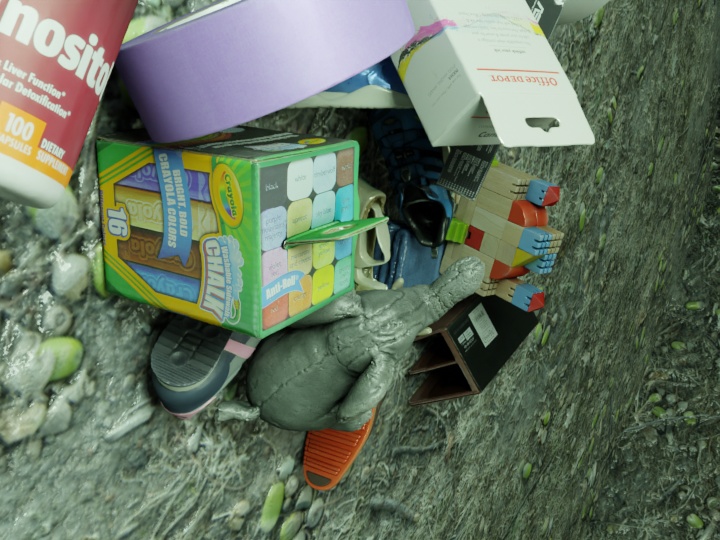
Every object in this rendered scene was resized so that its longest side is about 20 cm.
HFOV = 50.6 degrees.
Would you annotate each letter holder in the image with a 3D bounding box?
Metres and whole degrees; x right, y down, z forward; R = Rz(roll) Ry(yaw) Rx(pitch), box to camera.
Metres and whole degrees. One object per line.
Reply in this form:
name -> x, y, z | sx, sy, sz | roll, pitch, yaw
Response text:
letter holder -> 0.140, 0.095, 1.098 | 0.200, 0.142, 0.101 | -37, 100, -46

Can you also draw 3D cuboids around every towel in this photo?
towel -> 0.078, -0.005, 0.986 | 0.200, 0.048, 0.112 | -1, 102, -60

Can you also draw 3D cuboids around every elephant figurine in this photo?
elephant figurine -> -0.008, 0.061, 0.666 | 0.141, 0.200, 0.156 | 28, 52, -21

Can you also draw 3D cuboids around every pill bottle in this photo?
pill bottle -> -0.189, -0.145, 0.422 | 0.113, 0.113, 0.201 | 29, 77, -59

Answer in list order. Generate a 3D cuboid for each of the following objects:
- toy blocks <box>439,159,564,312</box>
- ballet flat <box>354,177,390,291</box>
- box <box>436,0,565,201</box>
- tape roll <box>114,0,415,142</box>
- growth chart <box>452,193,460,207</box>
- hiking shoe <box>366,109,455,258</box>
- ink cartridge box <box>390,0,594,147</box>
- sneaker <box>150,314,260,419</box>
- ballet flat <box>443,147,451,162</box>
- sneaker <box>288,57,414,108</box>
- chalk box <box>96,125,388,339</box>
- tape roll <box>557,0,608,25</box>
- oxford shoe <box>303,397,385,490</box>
toy blocks -> 0.180, -0.041, 0.928 | 0.100, 0.137, 0.201 | -6, 117, -44
ballet flat -> 0.000, 0.000, 0.839 | 0.069, 0.069, 0.201 | -25, 122, -53
box -> 0.142, -0.184, 0.783 | 0.160, 0.044, 0.201 | -59, 172, -70
tape roll -> -0.066, -0.160, 0.525 | 0.200, 0.200, 0.066 | -45, 121, -41
growth chart -> 0.110, -0.143, 1.012 | 0.200, 0.018, 0.145 | -19, 118, -55
hiking shoe -> 0.063, -0.114, 0.848 | 0.087, 0.074, 0.200 | -85, 152, -50
ink cartridge box -> 0.093, -0.167, 0.612 | 0.116, 0.067, 0.201 | -8, 67, -36
sneaker -> -0.116, 0.047, 0.685 | 0.200, 0.070, 0.082 | -49, 161, -39
ballet flat -> 0.126, -0.188, 0.940 | 0.072, 0.072, 0.201 | -26, 124, -52
sneaker -> 0.002, -0.200, 0.657 | 0.077, 0.199, 0.112 | -90, 180, -70
chalk box -> -0.078, -0.035, 0.563 | 0.125, 0.199, 0.124 | -24, 122, -53
tape roll -> 0.212, -0.396, 0.898 | 0.139, 0.202, 0.204 | -20, 119, -55
oxford shoe -> -0.004, 0.169, 0.902 | 0.200, 0.071, 0.073 | -63, 152, -21
